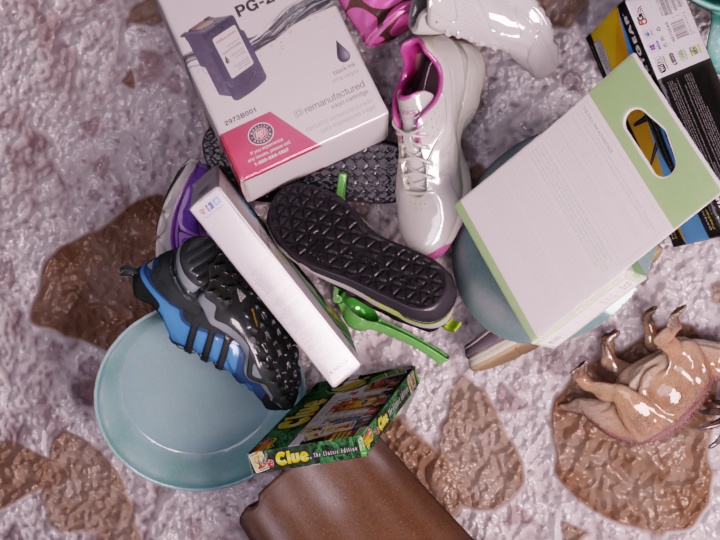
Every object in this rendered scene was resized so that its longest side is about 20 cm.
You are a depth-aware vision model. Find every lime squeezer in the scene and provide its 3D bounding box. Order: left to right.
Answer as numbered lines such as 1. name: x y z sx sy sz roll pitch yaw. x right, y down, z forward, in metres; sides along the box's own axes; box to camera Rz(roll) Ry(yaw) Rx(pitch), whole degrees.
1. lime squeezer: 0.003 0.012 1.335 0.070 0.038 0.201 -22 101 35

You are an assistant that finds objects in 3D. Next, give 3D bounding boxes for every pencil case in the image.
1. pencil case: -0.002 -0.305 1.292 0.093 0.091 0.201 -29 89 12

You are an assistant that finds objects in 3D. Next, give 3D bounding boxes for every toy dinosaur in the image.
1. toy dinosaur: 0.267 0.108 1.255 0.199 0.086 0.136 -33 92 23

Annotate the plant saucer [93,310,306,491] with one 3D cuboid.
1. plant saucer: -0.151 0.114 1.369 0.198 0.036 0.201 -3 112 -7

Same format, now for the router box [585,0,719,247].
1. router box: 0.259 -0.124 1.193 0.051 0.149 0.201 -22 88 -3

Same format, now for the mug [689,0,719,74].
1. mug: 0.306 -0.272 1.185 0.152 0.114 0.185 42 106 8

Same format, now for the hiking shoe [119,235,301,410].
1. hiking shoe: -0.125 0.052 1.301 0.086 0.075 0.200 -15 124 29

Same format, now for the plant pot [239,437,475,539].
1. plant pot: 0.007 0.258 1.299 0.200 0.200 0.199 -43 74 16

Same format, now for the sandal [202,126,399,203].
1. sandal: -0.049 -0.096 1.351 0.199 0.048 0.076 10 97 3

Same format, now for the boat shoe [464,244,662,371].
1. boat shoe: 0.170 0.017 1.281 0.200 0.072 0.065 -36 76 16

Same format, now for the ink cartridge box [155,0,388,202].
1. ink cartridge box: -0.080 -0.187 1.293 0.144 0.084 0.201 -25 80 -4

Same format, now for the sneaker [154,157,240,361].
1. sneaker: -0.151 -0.008 1.383 0.083 0.081 0.201 3 106 1

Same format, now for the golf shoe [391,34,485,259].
1. golf shoe: 0.054 -0.112 1.272 0.075 0.091 0.202 3 84 36

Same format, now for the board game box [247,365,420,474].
1. board game box: -0.019 0.129 1.278 0.104 0.200 0.024 -14 99 17

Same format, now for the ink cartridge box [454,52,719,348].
1. ink cartridge box: 0.185 -0.053 1.160 0.200 0.048 0.146 -40 61 24

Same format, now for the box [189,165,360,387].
1. box: -0.077 0.001 1.285 0.036 0.144 0.200 -36 103 3

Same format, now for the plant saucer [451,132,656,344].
1. plant saucer: 0.157 -0.037 1.243 0.200 0.039 0.202 -13 64 30

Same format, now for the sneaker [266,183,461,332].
1. sneaker: 0.000 0.000 1.285 0.199 0.083 0.072 34 75 17

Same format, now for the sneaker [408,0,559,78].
1. sneaker: 0.091 -0.227 1.241 0.099 0.078 0.200 -41 118 8
